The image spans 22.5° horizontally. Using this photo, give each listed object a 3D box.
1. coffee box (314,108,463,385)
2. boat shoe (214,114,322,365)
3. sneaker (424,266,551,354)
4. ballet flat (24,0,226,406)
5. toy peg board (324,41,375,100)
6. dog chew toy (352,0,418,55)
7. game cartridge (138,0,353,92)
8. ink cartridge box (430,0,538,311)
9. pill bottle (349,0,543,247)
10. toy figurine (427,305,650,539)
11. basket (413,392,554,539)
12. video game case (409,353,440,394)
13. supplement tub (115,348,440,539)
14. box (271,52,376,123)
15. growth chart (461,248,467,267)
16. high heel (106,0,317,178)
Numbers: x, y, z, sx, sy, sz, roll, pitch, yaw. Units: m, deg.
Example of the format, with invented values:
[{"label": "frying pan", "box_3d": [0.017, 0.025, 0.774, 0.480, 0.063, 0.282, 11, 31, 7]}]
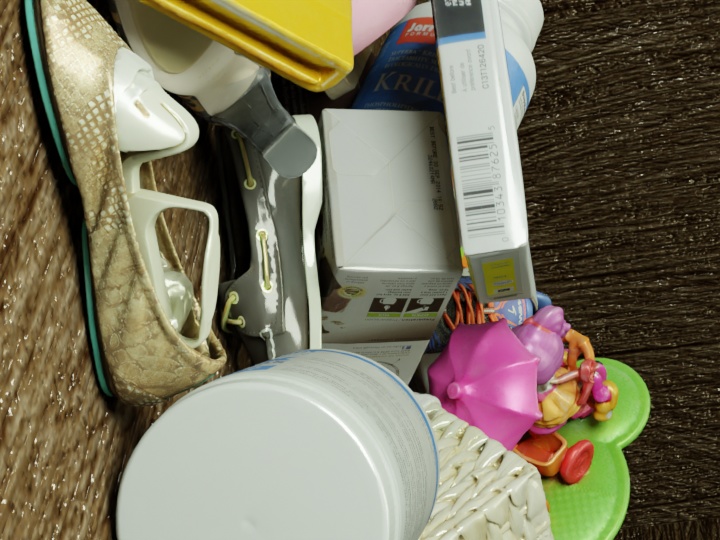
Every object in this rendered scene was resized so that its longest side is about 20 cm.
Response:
[{"label": "coffee box", "box_3d": [0.000, 0.000, 1.148, 0.200, 0.079, 0.113, 110, -22, -58]}, {"label": "boat shoe", "box_3d": [-0.057, 0.007, 1.074, 0.072, 0.060, 0.202, 145, -55, -73]}, {"label": "sneaker", "box_3d": [0.081, 0.025, 1.297, 0.200, 0.078, 0.076, -2, 89, -64]}, {"label": "ballet flat", "box_3d": [-0.099, -0.038, 0.820, 0.071, 0.065, 0.201, -69, 149, -72]}, {"label": "toy peg board", "box_3d": [-0.018, -0.245, 1.205, 0.200, 0.098, 0.199, 57, 17, -14]}, {"label": "dog chew toy", "box_3d": [-0.052, -0.217, 1.060, 0.200, 0.124, 0.125, 53, 15, -8]}, {"label": "game cartridge", "box_3d": [-0.079, -0.206, 0.917, 0.176, 0.032, 0.201, 25, 47, -34]}, {"label": "ink cartridge box", "box_3d": [0.073, -0.085, 1.106, 0.200, 0.047, 0.199, 72, 10, -77]}, {"label": "pill bottle", "box_3d": [0.056, -0.115, 1.258, 0.112, 0.112, 0.200, 71, 37, -51]}, {"label": "toy figurine", "box_3d": [0.118, 0.092, 1.255, 0.200, 0.150, 0.184, -47, 147, -18]}, {"label": "basket", "box_3d": [0.046, 0.203, 1.166, 0.123, 0.135, 0.201, 24, -41, 45]}, {"label": "video game case", "box_3d": [0.034, 0.077, 1.439, 0.182, 0.023, 0.201, -133, -156, -62]}, {"label": "supplement tub", "box_3d": [-0.033, 0.109, 0.898, 0.200, 0.131, 0.133, -3, 85, -81]}, {"label": "box", "box_3d": [-0.008, -0.106, 1.390, 0.200, 0.075, 0.101, 34, 47, -74]}, {"label": "growth chart", "box_3d": [0.083, -0.045, 1.441, 0.144, 0.018, 0.201, 21, 56, -48]}, {"label": "high heel", "box_3d": [-0.105, -0.145, 0.991, 0.200, 0.071, 0.143, 55, -4, -36]}]
